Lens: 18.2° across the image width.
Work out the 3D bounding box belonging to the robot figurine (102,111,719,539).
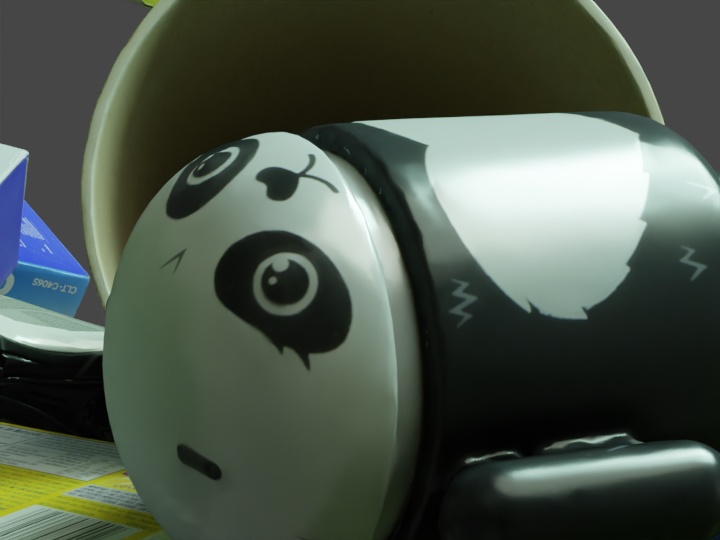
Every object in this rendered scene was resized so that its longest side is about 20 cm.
[{"bbox_3d":[0.029,0.018,0.607,0.199,0.126,0.150,-4,-7,-27],"label":"robot figurine"}]

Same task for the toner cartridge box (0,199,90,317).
[{"bbox_3d":[-0.210,-0.033,1.044,0.095,0.043,0.200,13,20,-37],"label":"toner cartridge box"}]

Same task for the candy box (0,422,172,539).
[{"bbox_3d":[-0.105,0.076,0.685,0.199,0.027,0.102,5,12,45],"label":"candy box"}]

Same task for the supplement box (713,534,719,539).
[{"bbox_3d":[0.244,0.136,0.873,0.200,0.134,0.201,41,18,-34],"label":"supplement box"}]

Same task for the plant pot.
[{"bbox_3d":[0.000,0.000,0.793,0.186,0.188,0.200,27,-15,3],"label":"plant pot"}]

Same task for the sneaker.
[{"bbox_3d":[-0.124,0.043,0.882,0.199,0.074,0.079,19,11,-26],"label":"sneaker"}]

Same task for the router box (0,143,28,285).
[{"bbox_3d":[-0.228,-0.003,0.742,0.178,0.049,0.200,14,28,7],"label":"router box"}]
